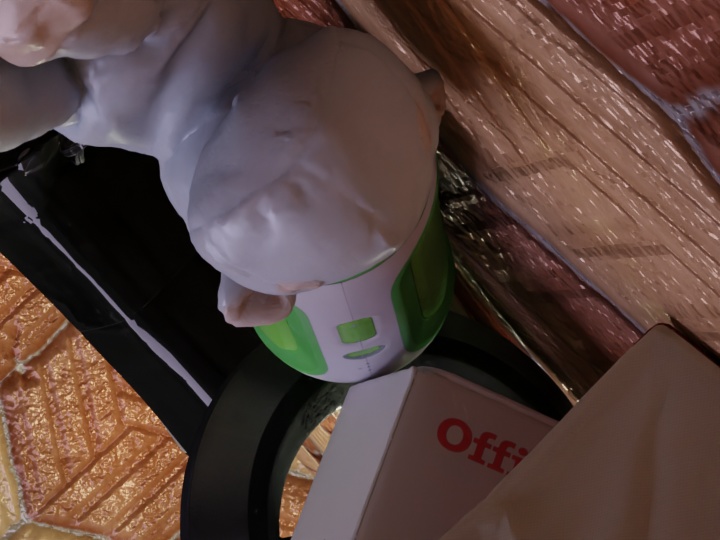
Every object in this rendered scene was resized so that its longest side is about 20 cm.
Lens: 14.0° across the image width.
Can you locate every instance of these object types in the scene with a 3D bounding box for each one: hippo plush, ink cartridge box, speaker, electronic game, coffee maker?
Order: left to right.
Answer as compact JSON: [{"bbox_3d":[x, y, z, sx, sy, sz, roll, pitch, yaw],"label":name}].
[{"bbox_3d":[-0.065,-0.048,0.871,0.161,0.159,0.200,49,173,-14],"label":"hippo plush"},{"bbox_3d":[-0.093,-0.001,1.429,0.200,0.135,0.192,46,178,-16],"label":"coffee maker"},{"bbox_3d":[-0.010,-0.015,1.054,0.088,0.088,0.200,45,174,12],"label":"speaker"},{"bbox_3d":[0.020,0.109,1.167,0.200,0.200,0.042,47,148,-7],"label":"electronic game"},{"bbox_3d":[0.036,0.155,1.083,0.145,0.200,0.084,25,165,-15],"label":"ink cartridge box"}]

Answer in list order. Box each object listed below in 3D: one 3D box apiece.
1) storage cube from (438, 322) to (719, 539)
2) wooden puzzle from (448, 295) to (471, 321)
[{"bbox_3d":[0.117,0.160,0.920,0.200,0.171,0.180,42,171,43],"label":"storage cube"},{"bbox_3d":[0.000,0.000,1.295,0.200,0.037,0.185,50,172,-32],"label":"wooden puzzle"}]
